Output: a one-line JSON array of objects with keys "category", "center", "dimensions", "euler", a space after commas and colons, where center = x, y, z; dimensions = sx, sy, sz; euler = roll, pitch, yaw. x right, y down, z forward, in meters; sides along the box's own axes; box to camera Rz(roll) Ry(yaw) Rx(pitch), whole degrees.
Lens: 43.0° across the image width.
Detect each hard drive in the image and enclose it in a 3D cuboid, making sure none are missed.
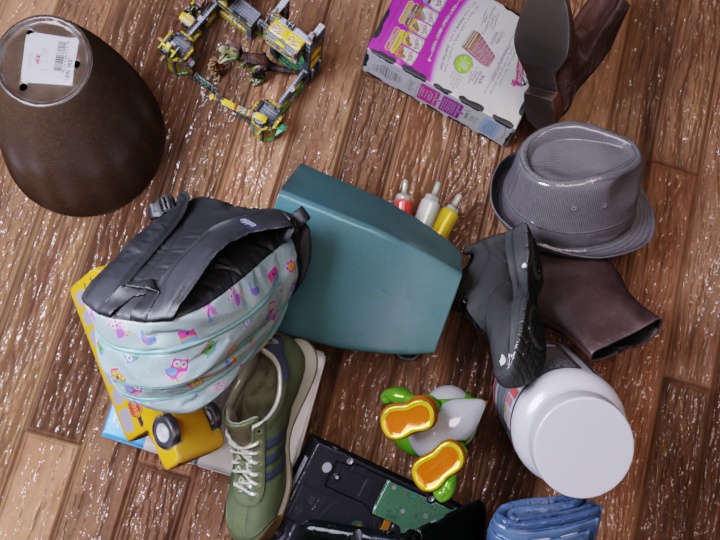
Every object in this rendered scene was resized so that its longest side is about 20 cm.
[{"category": "hard drive", "center": [0.003, 0.269, 0.928], "dimensions": [0.198, 0.038, 0.142], "euler": [28, 88, -21]}]

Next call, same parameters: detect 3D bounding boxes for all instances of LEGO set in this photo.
[{"category": "LEGO set", "center": [-0.132, -0.256, 1.031], "dimensions": [0.200, 0.116, 0.154], "euler": [45, 77, 5]}]

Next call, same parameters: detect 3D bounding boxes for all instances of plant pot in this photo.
[{"category": "plant pot", "center": [-0.306, -0.176, 0.953], "dimensions": [0.183, 0.200, 0.191], "euler": [1, 77, -6]}, {"category": "plant pot", "center": [0.000, 0.000, 0.952], "dimensions": [0.197, 0.142, 0.144], "euler": [19, 108, -1]}]

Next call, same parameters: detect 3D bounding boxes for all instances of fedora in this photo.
[{"category": "fedora", "center": [0.245, -0.103, 1.022], "dimensions": [0.196, 0.091, 0.179], "euler": [0, 51, -5]}]

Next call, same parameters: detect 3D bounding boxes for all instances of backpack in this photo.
[{"category": "backpack", "center": [-0.143, 0.023, 0.796], "dimensions": [0.164, 0.129, 0.200], "euler": [4, 31, 25]}]

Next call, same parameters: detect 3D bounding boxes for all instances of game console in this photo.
[{"category": "game console", "center": [0.029, 0.332, 0.916], "dimensions": [0.172, 0.116, 0.204], "euler": [5, 103, 13]}]

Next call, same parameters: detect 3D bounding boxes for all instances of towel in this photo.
[{"category": "towel", "center": [0.174, 0.308, 0.910], "dimensions": [0.109, 0.203, 0.049], "euler": [-7, 35, -11]}]

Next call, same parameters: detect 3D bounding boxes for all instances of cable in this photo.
[{"category": "cable", "center": [0.050, -0.004, 1.031], "dimensions": [0.095, 0.050, 0.204], "euler": [13, 77, -1]}]

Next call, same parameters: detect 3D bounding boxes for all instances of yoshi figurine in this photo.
[{"category": "yoshi figurine", "center": [0.065, 0.167, 0.934], "dimensions": [0.110, 0.200, 0.115], "euler": [16, 94, 13]}]

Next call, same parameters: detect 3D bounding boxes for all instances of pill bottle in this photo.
[{"category": "pill bottle", "center": [0.202, 0.147, 0.926], "dimensions": [0.113, 0.200, 0.118], "euler": [0, 97, 1]}]

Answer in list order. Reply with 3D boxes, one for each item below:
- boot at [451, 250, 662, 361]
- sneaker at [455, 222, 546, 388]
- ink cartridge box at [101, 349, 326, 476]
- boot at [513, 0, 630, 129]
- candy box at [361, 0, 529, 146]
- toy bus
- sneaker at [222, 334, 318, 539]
[{"category": "boot", "center": [0.203, 0.036, 0.990], "dimensions": [0.197, 0.073, 0.167], "euler": [-17, 41, -16]}, {"category": "sneaker", "center": [0.140, 0.040, 0.928], "dimensions": [0.089, 0.077, 0.202], "euler": [-12, 39, 20]}, {"category": "ink cartridge box", "center": [-0.149, 0.132, 0.962], "dimensions": [0.196, 0.084, 0.149], "euler": [18, 77, -2]}, {"category": "boot", "center": [0.249, -0.286, 1.034], "dimensions": [0.064, 0.188, 0.200], "euler": [28, 60, 24]}, {"category": "candy box", "center": [0.118, -0.258, 1.088], "dimensions": [0.198, 0.061, 0.138], "euler": [28, 76, 1]}, {"category": "toy bus", "center": [-0.205, 0.091, 0.876], "dimensions": [0.065, 0.078, 0.203], "euler": [-11, 74, -53]}, {"category": "sneaker", "center": [-0.103, 0.156, 0.860], "dimensions": [0.066, 0.090, 0.204], "euler": [11, 83, 30]}]
